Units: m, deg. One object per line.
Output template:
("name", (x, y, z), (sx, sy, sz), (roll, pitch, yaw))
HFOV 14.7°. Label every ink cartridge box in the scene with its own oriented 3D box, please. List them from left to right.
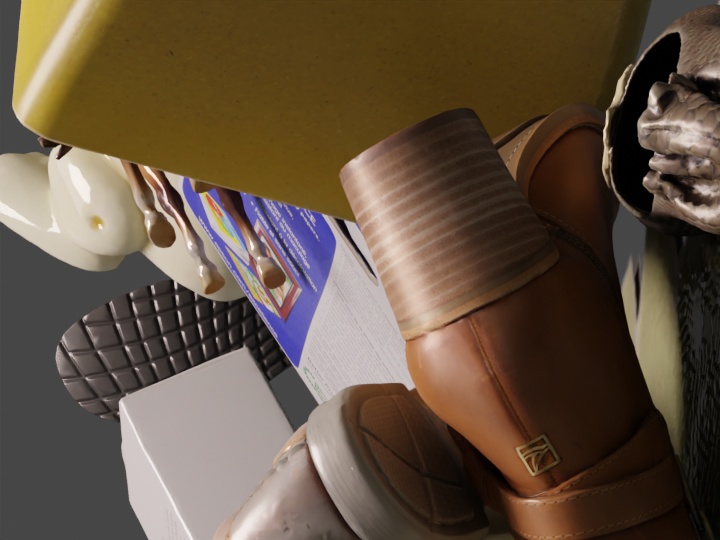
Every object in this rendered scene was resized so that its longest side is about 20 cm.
("ink cartridge box", (0.000, 0.000, 1.072), (0.198, 0.047, 0.200), (57, 162, 14))

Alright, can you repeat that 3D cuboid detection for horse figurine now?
("horse figurine", (-0.086, -0.061, 1.028), (0.133, 0.050, 0.200), (59, -178, 18))

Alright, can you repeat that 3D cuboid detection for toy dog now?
("toy dog", (-0.074, -0.089, 1.236), (0.194, 0.139, 0.201), (46, 143, 29))

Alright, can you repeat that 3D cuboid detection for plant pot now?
("plant pot", (0.008, -0.150, 0.946), (0.201, 0.199, 0.177), (-94, 25, -46))

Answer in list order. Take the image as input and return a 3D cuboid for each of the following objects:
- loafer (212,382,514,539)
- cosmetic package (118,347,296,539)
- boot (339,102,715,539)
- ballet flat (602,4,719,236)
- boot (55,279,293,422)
("loafer", (0.017, 0.074, 0.850), (0.072, 0.063, 0.200), (61, -163, 18))
("cosmetic package", (-0.039, 0.148, 1.293), (0.200, 0.071, 0.102), (59, 162, 29))
("boot", (0.066, 0.031, 0.831), (0.156, 0.076, 0.200), (64, -171, 6))
("ballet flat", (0.086, -0.038, 0.754), (0.200, 0.046, 0.068), (-117, 30, -83))
("boot", (-0.059, 0.029, 1.418), (0.132, 0.199, 0.070), (162, 91, -80))
